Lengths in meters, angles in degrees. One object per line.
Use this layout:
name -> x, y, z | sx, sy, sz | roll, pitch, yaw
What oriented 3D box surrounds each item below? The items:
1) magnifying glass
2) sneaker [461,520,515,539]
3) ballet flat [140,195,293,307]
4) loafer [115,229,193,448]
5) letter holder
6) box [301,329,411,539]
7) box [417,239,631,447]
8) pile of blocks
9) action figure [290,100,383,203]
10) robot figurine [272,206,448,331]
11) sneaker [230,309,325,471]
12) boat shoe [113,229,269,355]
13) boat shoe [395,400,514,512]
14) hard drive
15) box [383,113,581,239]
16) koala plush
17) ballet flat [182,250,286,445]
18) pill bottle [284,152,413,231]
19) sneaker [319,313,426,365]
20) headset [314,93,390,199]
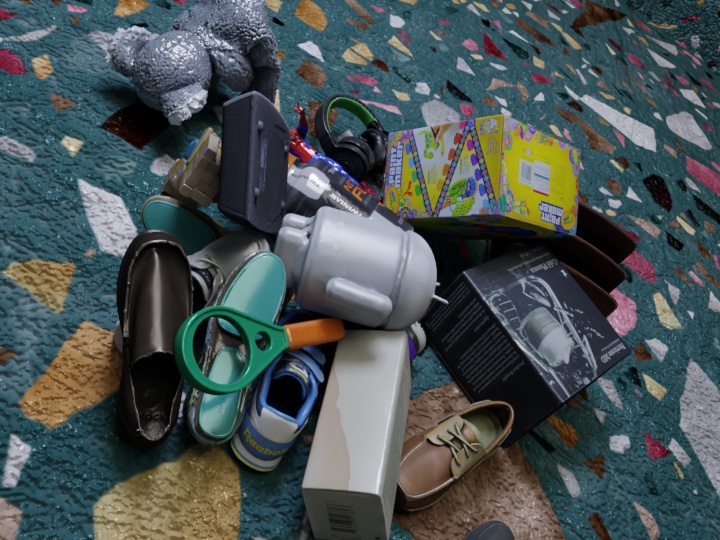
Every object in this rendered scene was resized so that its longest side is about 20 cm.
magnifying glass -> -0.091, 0.069, 0.713 | 0.197, 0.022, 0.081 | -7, 77, -45
sneaker -> 0.124, 0.324, 0.726 | 0.075, 0.080, 0.200 | 38, 40, 2
ballet flat -> -0.165, -0.019, 0.859 | 0.198, 0.069, 0.063 | 36, 13, -5
loafer -> -0.183, 0.064, 0.677 | 0.072, 0.071, 0.205 | 1, 89, -30
letter holder -> 0.311, -0.021, 1.121 | 0.197, 0.143, 0.102 | 29, 41, -9
box -> 0.003, 0.165, 0.758 | 0.076, 0.096, 0.202 | 1, 41, 11
box -> 0.217, 0.089, 0.973 | 0.198, 0.124, 0.198 | -19, 67, -44
pile of blocks -> -0.175, -0.110, 0.848 | 0.062, 0.199, 0.083 | 32, 84, -23
action figure -> -0.057, -0.151, 1.014 | 0.199, 0.099, 0.065 | 42, 82, 8
robot figurine -> 0.000, 0.000, 0.812 | 0.196, 0.115, 0.171 | 15, 27, -6
sneaker -> -0.072, 0.111, 0.779 | 0.073, 0.083, 0.202 | 25, 41, -10
boat shoe -> -0.166, 0.019, 0.765 | 0.074, 0.065, 0.200 | 46, 61, -1
boat shoe -> 0.105, 0.196, 0.831 | 0.198, 0.074, 0.076 | -23, 67, -45
hard drive -> -0.112, -0.110, 0.798 | 0.041, 0.138, 0.200 | 3, 1, 4
box -> 0.166, -0.117, 1.000 | 0.198, 0.190, 0.125 | 8, 85, -45
koala plush -> -0.221, -0.278, 0.975 | 0.178, 0.185, 0.199 | 46, 54, 12
ballet flat -> -0.132, 0.075, 0.743 | 0.073, 0.074, 0.203 | 25, 65, -13
pill bottle -> -0.038, -0.068, 0.947 | 0.198, 0.107, 0.107 | 35, 41, -3
sneaker -> -0.015, 0.053, 0.880 | 0.199, 0.070, 0.100 | 39, 43, 2
headset -> 0.014, -0.176, 1.089 | 0.123, 0.093, 0.203 | -27, 87, -46
